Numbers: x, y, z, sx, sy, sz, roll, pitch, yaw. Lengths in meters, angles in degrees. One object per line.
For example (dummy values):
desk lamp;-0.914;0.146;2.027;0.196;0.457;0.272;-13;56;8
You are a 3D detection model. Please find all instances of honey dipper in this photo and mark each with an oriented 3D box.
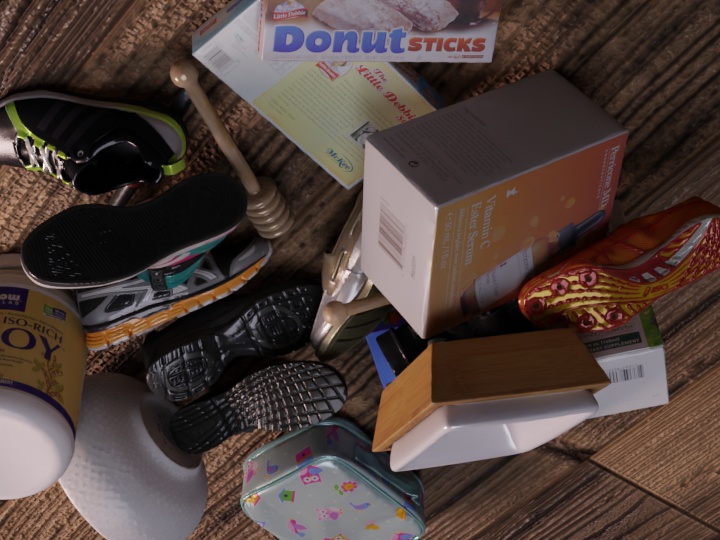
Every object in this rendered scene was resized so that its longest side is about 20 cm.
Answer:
honey dipper;-0.116;-0.108;1.145;0.038;0.038;0.200;-18;133;13
honey dipper;0.043;0.021;1.218;0.199;0.038;0.038;-17;144;-38

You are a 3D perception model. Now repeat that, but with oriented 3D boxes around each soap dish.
soap dish;0.104;0.113;1.132;0.157;0.082;0.200;-5;163;-16

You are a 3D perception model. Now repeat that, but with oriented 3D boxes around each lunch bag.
lunch bag;-0.024;0.255;1.479;0.160;0.077;0.200;-32;127;23

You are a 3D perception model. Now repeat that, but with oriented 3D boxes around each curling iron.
curling iron;-0.193;-0.091;1.181;0.049;0.026;0.200;3;132;-36

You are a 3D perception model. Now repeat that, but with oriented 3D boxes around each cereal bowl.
cereal bowl;-0.223;0.184;1.321;0.083;0.200;0.200;-37;126;16

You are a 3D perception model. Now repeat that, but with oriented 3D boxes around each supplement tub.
supplement tub;-0.333;0.096;1.225;0.145;0.200;0.146;-2;134;-2

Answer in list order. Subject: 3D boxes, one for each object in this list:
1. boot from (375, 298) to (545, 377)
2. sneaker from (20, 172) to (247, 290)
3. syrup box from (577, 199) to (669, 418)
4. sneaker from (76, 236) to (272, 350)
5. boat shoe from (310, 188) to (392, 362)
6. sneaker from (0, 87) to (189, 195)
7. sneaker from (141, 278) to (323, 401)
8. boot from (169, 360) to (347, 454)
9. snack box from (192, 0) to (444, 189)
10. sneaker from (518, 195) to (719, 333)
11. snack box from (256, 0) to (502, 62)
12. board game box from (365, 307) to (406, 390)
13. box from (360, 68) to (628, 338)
boot;0.116;0.074;1.259;0.162;0.074;0.198;-29;145;4
sneaker;-0.204;-0.022;1.136;0.199;0.084;0.121;-18;169;-25
syrup box;0.223;0.032;1.199;0.078;0.200;0.082;-12;133;7
sneaker;-0.179;0.007;1.237;0.199;0.078;0.078;-23;90;-4
boat shoe;0.000;0.000;1.244;0.075;0.068;0.200;-14;143;-51
sneaker;-0.244;-0.106;1.108;0.199;0.083;0.072;0;132;12
sneaker;-0.127;0.051;1.285;0.199;0.091;0.076;-21;123;-13
boot;-0.090;0.119;1.320;0.199;0.131;0.068;-18;98;22
snack box;-0.033;-0.165;1.109;0.116;0.037;0.200;-34;126;23
sneaker;0.229;-0.002;1.133;0.199;0.077;0.073;-21;114;-6
snack box;0.017;-0.205;1.047;0.199;0.024;0.072;-3;121;-18
board game box;0.090;0.104;1.366;0.134;0.045;0.200;-11;133;7
box;0.111;-0.059;1.116;0.199;0.106;0.153;-23;138;-23
